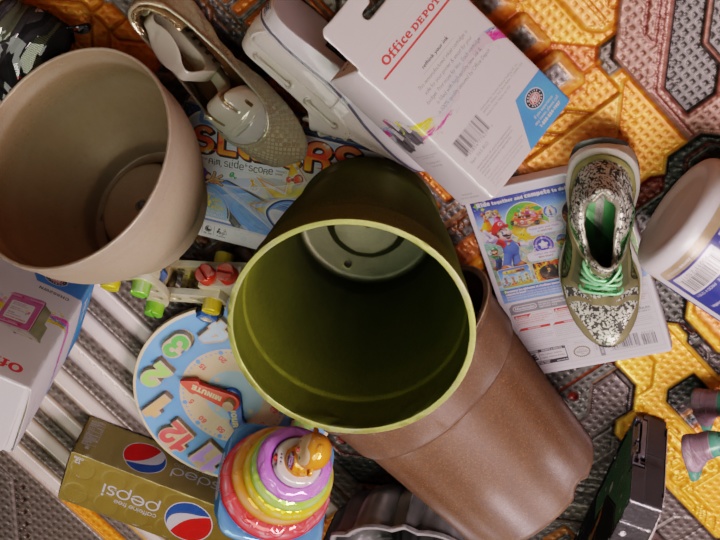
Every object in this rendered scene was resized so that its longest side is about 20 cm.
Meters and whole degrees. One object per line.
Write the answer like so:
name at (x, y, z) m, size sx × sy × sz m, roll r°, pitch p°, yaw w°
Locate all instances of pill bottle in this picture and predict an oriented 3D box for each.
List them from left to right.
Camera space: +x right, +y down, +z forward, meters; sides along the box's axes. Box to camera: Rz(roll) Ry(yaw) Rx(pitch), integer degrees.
pill bottle at (0.348, 0.002, 1.574) m, size 0.200 × 0.116 × 0.116 m, roll 34°, pitch 121°, yaw -10°

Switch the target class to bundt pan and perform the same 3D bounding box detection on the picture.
bundt pan at (0.055, 0.277, 1.801) m, size 0.202 × 0.076 × 0.202 m, roll 9°, pitch 141°, yaw 7°

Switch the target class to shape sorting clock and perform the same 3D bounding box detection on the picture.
shape sorting clock at (-0.124, 0.122, 1.788) m, size 0.200 × 0.039 × 0.200 m, roll 5°, pitch 122°, yaw 8°

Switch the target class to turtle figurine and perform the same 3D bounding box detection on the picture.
turtle figurine at (0.391, 0.135, 1.633) m, size 0.200 × 0.150 × 0.101 m, roll -8°, pitch 107°, yaw 28°

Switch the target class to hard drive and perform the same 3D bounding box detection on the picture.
hard drive at (0.237, 0.251, 1.733) m, size 0.038 × 0.140 × 0.200 m, roll 19°, pitch 122°, yaw 0°

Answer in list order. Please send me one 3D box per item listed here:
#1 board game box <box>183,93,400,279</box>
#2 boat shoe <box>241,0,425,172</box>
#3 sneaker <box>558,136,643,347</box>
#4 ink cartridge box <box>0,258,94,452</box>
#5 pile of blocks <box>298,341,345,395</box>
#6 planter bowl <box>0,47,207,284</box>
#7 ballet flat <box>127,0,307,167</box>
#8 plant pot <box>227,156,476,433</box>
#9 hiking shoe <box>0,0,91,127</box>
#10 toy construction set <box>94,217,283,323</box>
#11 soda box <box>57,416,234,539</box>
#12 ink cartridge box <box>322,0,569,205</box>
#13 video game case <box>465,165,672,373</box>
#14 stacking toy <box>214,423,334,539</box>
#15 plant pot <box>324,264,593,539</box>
board game box at (-0.068, -0.079, 1.658) m, size 0.200 × 0.034 × 0.136 m, roll 14°, pitch 122°, yaw 3°
boat shoe at (-0.019, -0.149, 1.587) m, size 0.200 × 0.071 × 0.070 m, roll 40°, pitch 126°, yaw -9°
sneaker at (0.205, -0.010, 1.589) m, size 0.077 × 0.089 × 0.200 m, roll -1°, pitch 121°, yaw 12°
ink cartridge box at (-0.347, 0.059, 1.701) m, size 0.144 × 0.200 × 0.085 m, roll 23°, pitch 123°, yaw -3°
pile of blocks at (-0.061, 0.077, 1.648) m, size 0.082 × 0.200 × 0.062 m, roll 38°, pitch 87°, yaw -21°
planter bowl at (-0.213, -0.072, 1.578) m, size 0.200 × 0.200 × 0.135 m, roll -19°, pitch 153°, yaw 21°
ballet flat at (-0.128, -0.159, 1.576) m, size 0.200 × 0.062 × 0.067 m, roll 48°, pitch 121°, yaw 2°
plant pot at (0.000, 0.000, 1.551) m, size 0.200 × 0.193 × 0.201 m, roll 2°, pitch 120°, yaw 4°
hiking shoe at (-0.300, -0.142, 1.643) m, size 0.101 × 0.076 × 0.200 m, roll 19°, pitch 122°, yaw 4°
toy construction set at (-0.138, 0.009, 1.666) m, size 0.200 × 0.092 × 0.131 m, roll 19°, pitch 166°, yaw 31°
soda box at (-0.197, 0.222, 1.849) m, size 0.200 × 0.064 × 0.068 m, roll 21°, pitch 123°, yaw -1°
ink cartridge box at (0.060, -0.164, 1.528) m, size 0.200 × 0.115 × 0.068 m, roll 43°, pitch 164°, yaw -14°
video game case at (0.189, -0.001, 1.662) m, size 0.143 × 0.018 × 0.200 m, roll -11°, pitch 118°, yaw 18°
stacking toy at (-0.063, 0.184, 1.686) m, size 0.110 × 0.116 × 0.200 m, roll 13°, pitch 161°, yaw -11°
plant pot at (0.094, 0.135, 1.662) m, size 0.200 × 0.200 × 0.198 m, roll -31°, pitch 113°, yaw 26°
